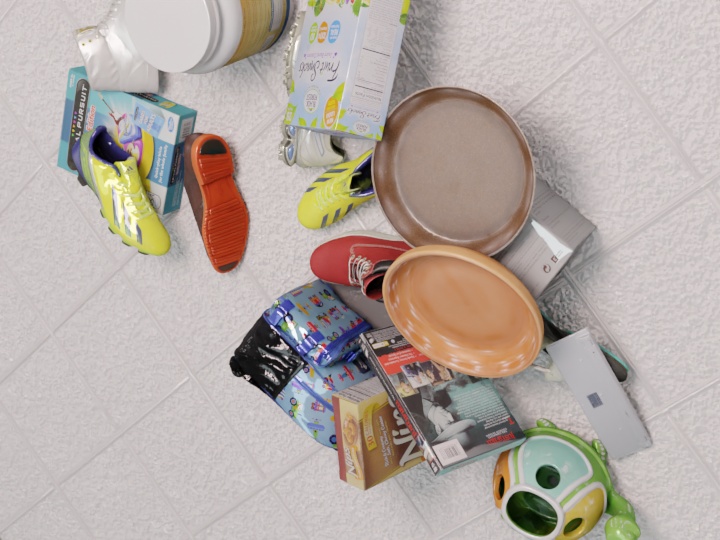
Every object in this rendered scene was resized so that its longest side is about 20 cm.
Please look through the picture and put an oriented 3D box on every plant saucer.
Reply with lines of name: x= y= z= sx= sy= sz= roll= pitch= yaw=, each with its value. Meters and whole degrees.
plant saucer: x=0.107 y=-0.110 z=1.218 sx=0.197 sy=0.032 sz=0.203 roll=8 pitch=109 yaw=24
plant saucer: x=0.121 y=0.043 z=1.249 sx=0.198 sy=0.038 sz=0.202 roll=20 pitch=140 yaw=17

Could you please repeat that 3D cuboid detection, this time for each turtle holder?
turtle holder: x=0.248 y=0.290 z=1.350 sx=0.186 sy=0.131 sz=0.141 roll=48 pitch=120 yaw=6

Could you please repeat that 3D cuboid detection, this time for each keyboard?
keyboard: x=0.291 y=0.153 z=1.305 sx=0.056 sy=0.011 sz=0.201 roll=-23 pitch=118 yaw=22

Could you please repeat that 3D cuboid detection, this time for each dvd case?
dvd case: x=0.100 y=0.147 z=1.333 sx=0.201 sy=0.144 sz=0.022 roll=57 pitch=140 yaw=26

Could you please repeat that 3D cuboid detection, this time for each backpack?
backpack: x=-0.045 y=0.131 z=1.420 sx=0.200 sy=0.182 sz=0.135 roll=44 pitch=114 yaw=15

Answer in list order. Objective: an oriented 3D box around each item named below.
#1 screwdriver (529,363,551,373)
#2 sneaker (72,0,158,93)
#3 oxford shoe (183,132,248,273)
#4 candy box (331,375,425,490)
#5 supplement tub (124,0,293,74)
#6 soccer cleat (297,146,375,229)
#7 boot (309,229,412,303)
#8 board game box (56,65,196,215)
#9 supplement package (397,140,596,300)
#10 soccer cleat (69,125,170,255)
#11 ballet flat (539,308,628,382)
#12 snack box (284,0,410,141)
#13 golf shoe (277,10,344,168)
screwdriver: x=0.178 y=0.109 z=1.318 sx=0.029 sy=0.200 sz=0.028 roll=-24 pitch=103 yaw=-13
sneaker: x=-0.335 y=-0.340 z=1.460 sx=0.114 sy=0.074 sz=0.203 roll=-3 pitch=109 yaw=-10
oxford shoe: x=-0.208 y=-0.097 z=1.514 sx=0.072 sy=0.070 sz=0.203 roll=21 pitch=121 yaw=52
candy box: x=0.057 y=0.187 z=1.376 sx=0.055 sy=0.198 sz=0.117 roll=12 pitch=113 yaw=47
supplement tub: x=-0.185 y=-0.326 z=1.333 sx=0.143 sy=0.200 sz=0.147 roll=10 pitch=115 yaw=22
soccer cleat: x=-0.016 y=-0.109 z=1.387 sx=0.199 sy=0.084 sz=0.065 roll=-28 pitch=93 yaw=32
boot: x=0.000 y=0.000 z=1.379 sx=0.197 sy=0.144 sz=0.074 roll=0 pitch=107 yaw=28
board game box: x=-0.341 y=-0.189 z=1.552 sx=0.198 sy=0.047 sz=0.153 roll=24 pitch=115 yaw=19
supplement package: x=0.161 y=-0.061 z=1.291 sx=0.200 sy=0.117 sz=0.118 roll=42 pitch=120 yaw=10
soccer cleat: x=-0.327 y=-0.110 z=1.498 sx=0.084 sy=0.065 sz=0.201 roll=-39 pitch=87 yaw=30
ballet flat: x=0.232 y=0.094 z=1.330 sx=0.199 sy=0.069 sz=0.068 roll=35 pitch=164 yaw=18
snack box: x=-0.016 y=-0.261 z=1.268 sx=0.168 sy=0.067 sz=0.203 roll=19 pitch=100 yaw=64
golf shoe: x=-0.054 y=-0.232 z=1.388 sx=0.096 sy=0.078 sz=0.203 roll=5 pitch=113 yaw=4
